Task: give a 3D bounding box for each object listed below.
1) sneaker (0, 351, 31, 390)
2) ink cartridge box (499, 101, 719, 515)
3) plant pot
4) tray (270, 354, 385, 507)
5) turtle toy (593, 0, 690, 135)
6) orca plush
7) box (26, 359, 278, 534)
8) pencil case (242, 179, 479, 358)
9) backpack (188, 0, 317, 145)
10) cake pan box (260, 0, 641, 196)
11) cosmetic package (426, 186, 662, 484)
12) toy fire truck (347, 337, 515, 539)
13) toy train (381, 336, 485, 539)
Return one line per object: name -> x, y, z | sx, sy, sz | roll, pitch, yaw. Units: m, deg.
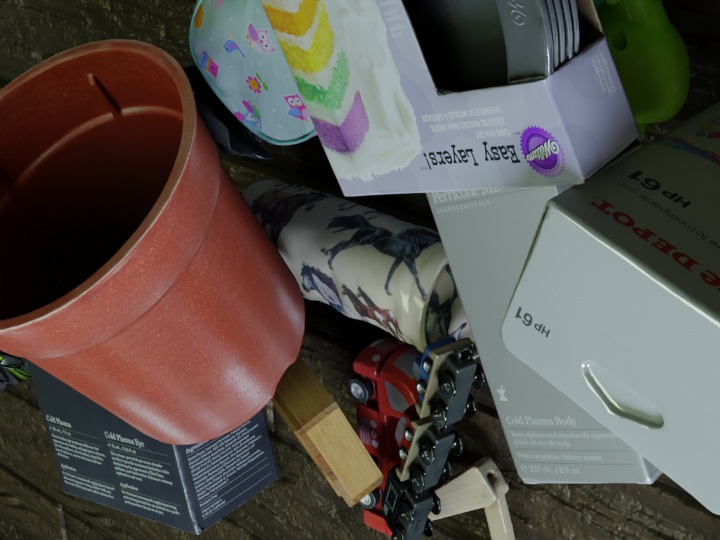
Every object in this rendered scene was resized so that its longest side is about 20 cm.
sneaker -> -0.355, 0.087, 1.265 | 0.199, 0.082, 0.072 | -26, 92, 48
ink cartridge box -> 0.182, 0.006, 0.602 | 0.144, 0.199, 0.086 | 37, 133, 24
plant pot -> -0.139, -0.001, 0.785 | 0.199, 0.202, 0.196 | 18, 158, 37
tray -> -0.060, 0.074, 0.922 | 0.200, 0.037, 0.099 | 47, 170, 45
turtle toy -> 0.102, -0.162, 0.631 | 0.201, 0.145, 0.101 | 55, 132, 7
orca plush -> -0.106, -0.129, 0.878 | 0.103, 0.200, 0.072 | 5, 102, -4
box -> -0.187, 0.106, 1.093 | 0.198, 0.104, 0.185 | 6, 115, 43
pencil case -> 0.000, 0.000, 0.872 | 0.198, 0.078, 0.090 | 20, 141, 37
backpack -> -0.015, -0.170, 0.763 | 0.168, 0.126, 0.200 | 55, 141, 2
cake pan box -> 0.028, -0.129, 0.604 | 0.199, 0.052, 0.186 | 4, 124, 54
cosmetic package -> 0.124, 0.018, 0.752 | 0.106, 0.090, 0.203 | -10, 106, 49
toy fire truck -> 0.062, 0.158, 0.914 | 0.140, 0.048, 0.203 | 17, 121, 38
toy train -> 0.044, 0.113, 0.836 | 0.046, 0.034, 0.202 | 54, 147, 35
